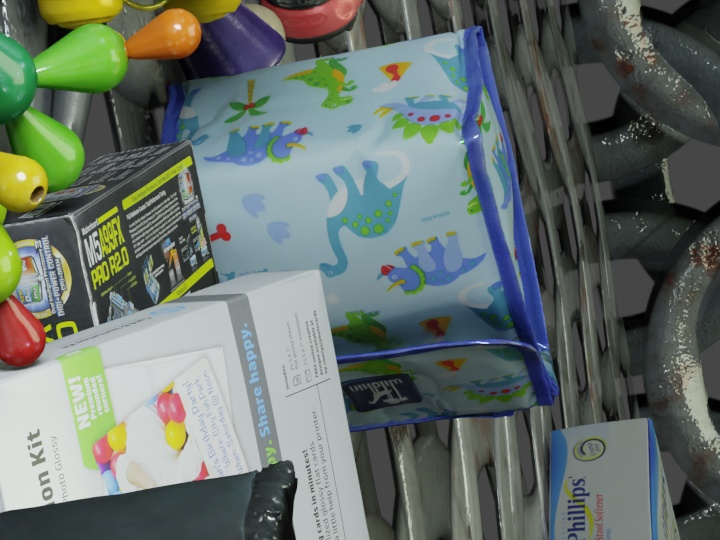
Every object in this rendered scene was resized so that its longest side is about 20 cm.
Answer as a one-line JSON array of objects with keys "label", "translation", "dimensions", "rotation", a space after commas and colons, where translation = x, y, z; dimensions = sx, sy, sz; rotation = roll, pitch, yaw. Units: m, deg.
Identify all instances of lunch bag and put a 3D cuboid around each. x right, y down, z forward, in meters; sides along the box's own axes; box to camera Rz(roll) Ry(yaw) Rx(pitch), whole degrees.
[{"label": "lunch bag", "translation": [0.000, 0.000, 1.297], "dimensions": [0.128, 0.169, 0.201], "rotation": [-85, 163, -51]}]

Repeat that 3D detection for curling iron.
[{"label": "curling iron", "translation": [-0.118, -0.118, 1.170], "dimensions": [0.201, 0.025, 0.050], "rotation": [-88, 161, -43]}]

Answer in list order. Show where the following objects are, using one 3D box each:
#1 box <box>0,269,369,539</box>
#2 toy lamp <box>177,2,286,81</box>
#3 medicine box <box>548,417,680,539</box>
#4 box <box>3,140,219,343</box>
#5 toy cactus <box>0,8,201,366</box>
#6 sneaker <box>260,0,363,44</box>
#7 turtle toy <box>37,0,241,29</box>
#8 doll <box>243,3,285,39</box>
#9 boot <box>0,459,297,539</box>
[{"label": "box", "translation": [-0.074, 0.095, 0.989], "dimensions": [0.200, 0.041, 0.157], "rotation": [-19, 101, -51]}, {"label": "toy lamp", "translation": [-0.029, -0.062, 1.361], "dimensions": [0.200, 0.058, 0.058], "rotation": [50, 23, -19]}, {"label": "medicine box", "translation": [0.241, 0.273, 2.425], "dimensions": [0.183, 0.102, 0.201], "rotation": [-84, 162, -52]}, {"label": "box", "translation": [-0.099, 0.039, 1.103], "dimensions": [0.200, 0.044, 0.161], "rotation": [-51, 131, -75]}, {"label": "toy cactus", "translation": [-0.137, -0.081, 0.933], "dimensions": [0.165, 0.102, 0.201], "rotation": [55, 35, -44]}, {"label": "sneaker", "translation": [-0.033, -0.236, 1.568], "dimensions": [0.098, 0.070, 0.201], "rotation": [70, 17, -50]}, {"label": "turtle toy", "translation": [-0.091, -0.177, 1.099], "dimensions": [0.200, 0.101, 0.147], "rotation": [-11, 97, -50]}, {"label": "doll", "translation": [-0.043, -0.048, 1.420], "dimensions": [0.136, 0.048, 0.201], "rotation": [-7, 87, -57]}, {"label": "boot", "translation": [-0.096, 0.083, 0.781], "dimensions": [0.074, 0.162, 0.199], "rotation": [71, 15, -45]}]
